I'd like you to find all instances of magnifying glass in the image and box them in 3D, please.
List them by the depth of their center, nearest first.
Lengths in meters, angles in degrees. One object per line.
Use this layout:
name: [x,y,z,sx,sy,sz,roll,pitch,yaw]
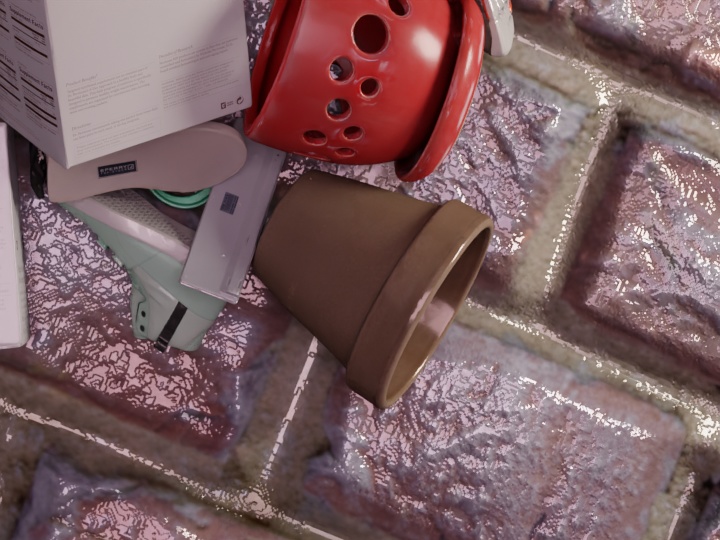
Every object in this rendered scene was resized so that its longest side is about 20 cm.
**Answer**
magnifying glass: [-0.197,-0.150,1.639,0.079,0.022,0.201,-30,94,-5]

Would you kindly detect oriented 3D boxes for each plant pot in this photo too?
plant pot: [0.007,-0.189,1.574,0.181,0.200,0.203,16,90,-11]
plant pot: [0.000,0.000,1.598,0.173,0.200,0.202,29,88,12]

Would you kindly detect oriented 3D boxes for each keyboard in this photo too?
keyboard: [-0.113,-0.058,1.601,0.056,0.011,0.201,17,54,-2]

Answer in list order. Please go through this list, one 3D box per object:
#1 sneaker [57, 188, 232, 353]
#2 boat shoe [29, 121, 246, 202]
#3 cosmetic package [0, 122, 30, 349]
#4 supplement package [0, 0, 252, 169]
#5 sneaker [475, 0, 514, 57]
sneaker: [-0.217,-0.002,1.616,0.199,0.074,0.119,31,112,10]
boat shoe: [-0.208,-0.121,1.593,0.198,0.093,0.075,-6,130,-17]
cosmetic package: [-0.344,-0.032,1.586,0.073,0.102,0.203,-3,93,-7]
supplement package: [-0.215,-0.228,1.499,0.190,0.147,0.202,-22,125,-29]
sneaker: [0.080,-0.289,1.655,0.081,0.077,0.202,-23,93,22]
